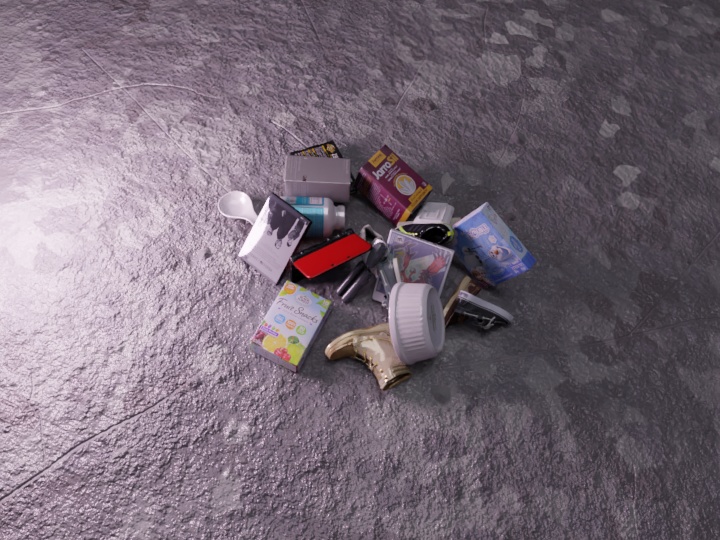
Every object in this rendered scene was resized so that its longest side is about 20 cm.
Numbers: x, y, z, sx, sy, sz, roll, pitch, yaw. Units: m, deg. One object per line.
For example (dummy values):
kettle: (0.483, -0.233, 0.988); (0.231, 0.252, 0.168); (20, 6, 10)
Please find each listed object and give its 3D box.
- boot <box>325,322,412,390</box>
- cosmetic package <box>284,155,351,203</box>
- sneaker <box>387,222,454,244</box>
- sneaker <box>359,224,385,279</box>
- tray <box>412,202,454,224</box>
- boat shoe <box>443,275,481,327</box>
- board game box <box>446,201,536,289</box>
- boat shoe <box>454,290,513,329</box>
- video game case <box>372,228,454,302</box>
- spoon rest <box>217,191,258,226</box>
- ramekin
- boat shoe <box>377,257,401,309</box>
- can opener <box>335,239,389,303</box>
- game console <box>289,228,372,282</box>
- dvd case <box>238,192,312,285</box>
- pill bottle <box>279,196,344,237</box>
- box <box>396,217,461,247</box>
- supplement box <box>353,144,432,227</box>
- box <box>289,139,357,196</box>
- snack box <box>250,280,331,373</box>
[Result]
boot: (0.021, 0.230, 1.448); (0.194, 0.074, 0.159); (-13, 60, -21)
cosmetic package: (-0.123, -0.267, 1.684); (0.192, 0.091, 0.110); (-1, 54, -3)
sneaker: (0.159, -0.096, 1.553); (0.194, 0.082, 0.074); (-10, 93, 21)
sneaker: (0.056, -0.042, 1.610); (0.075, 0.093, 0.200); (-33, 66, -22)
tray: (0.214, -0.164, 1.674); (0.103, 0.023, 0.201); (4, 24, 14)
boat shoe: (0.266, 0.105, 1.552); (0.071, 0.073, 0.201); (32, 59, 11)
board game box: (0.338, -0.059, 1.546); (0.200, 0.199, 0.043); (49, 61, -3)
boat shoe: (0.327, 0.117, 1.524); (0.073, 0.196, 0.070); (22, 89, 53)
video game case: (0.138, 0.013, 1.535); (0.177, 0.206, 0.023); (19, 21, 8)
spoon rest: (-0.335, -0.162, 1.669); (0.099, 0.061, 0.199); (-38, 69, -25)
ramekin: (0.145, 0.127, 1.426); (0.091, 0.204, 0.208); (-8, 53, 24)
boat shoe: (0.085, 0.070, 1.514); (0.059, 0.207, 0.073); (-7, 13, 8)
can opener: (0.000, 0.000, 1.528); (0.054, 0.066, 0.201); (47, 108, 24)
game console: (-0.080, -0.016, 1.534); (0.196, 0.174, 0.120); (-25, 63, -21)
dvd case: (-0.236, -0.087, 1.581); (0.149, 0.025, 0.204); (35, 102, 18)
pill bottle: (-0.142, -0.153, 1.651); (0.192, 0.112, 0.114); (2, 57, -4)
box: (0.203, -0.096, 1.673); (0.192, 0.069, 0.084); (-4, 57, -7)
supplement box: (0.097, -0.250, 1.716); (0.199, 0.104, 0.131); (42, 62, 4)
box: (-0.117, -0.302, 1.786); (0.155, 0.050, 0.203); (-19, 61, -19)
snack box: (-0.178, 0.143, 1.495); (0.139, 0.054, 0.203); (24, 58, 9)
